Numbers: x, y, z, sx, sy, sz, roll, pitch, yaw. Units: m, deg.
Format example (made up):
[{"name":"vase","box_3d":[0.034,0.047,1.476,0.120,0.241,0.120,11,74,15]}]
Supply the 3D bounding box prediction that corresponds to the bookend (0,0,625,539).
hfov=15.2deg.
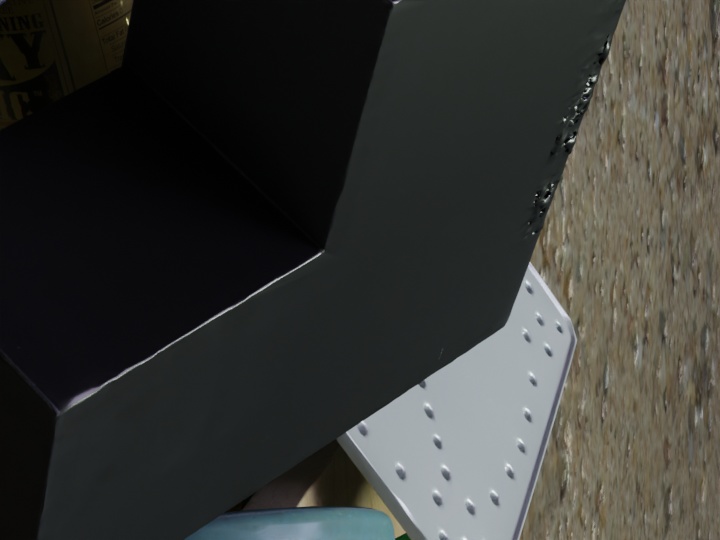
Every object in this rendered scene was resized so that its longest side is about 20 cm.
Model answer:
[{"name":"bookend","box_3d":[-0.039,-0.032,0.652,0.200,0.092,0.199,-32,154,-33]}]

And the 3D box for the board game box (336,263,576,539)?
[{"name":"board game box","box_3d":[0.000,0.000,0.971,0.200,0.026,0.200,54,27,-17]}]

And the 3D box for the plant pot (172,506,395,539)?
[{"name":"plant pot","box_3d":[-0.044,0.166,0.752,0.200,0.199,0.189,24,58,-71]}]

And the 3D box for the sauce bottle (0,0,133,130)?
[{"name":"sauce bottle","box_3d":[-0.092,-0.090,0.779,0.065,0.064,0.201,-65,148,-52]}]

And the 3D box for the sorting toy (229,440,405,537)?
[{"name":"sorting toy","box_3d":[-0.033,0.158,0.964,0.199,0.069,0.201,-50,137,-63]}]

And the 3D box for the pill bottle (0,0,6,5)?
[{"name":"pill bottle","box_3d":[-0.123,-0.085,0.543,0.200,0.113,0.114,-70,157,-74]}]
